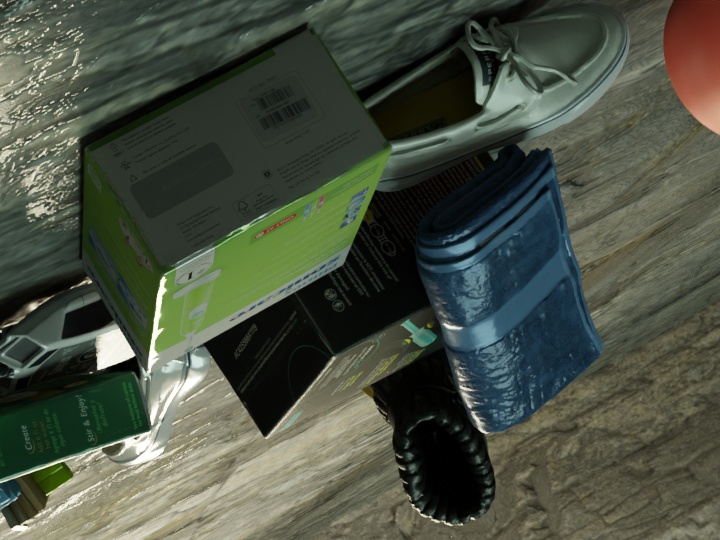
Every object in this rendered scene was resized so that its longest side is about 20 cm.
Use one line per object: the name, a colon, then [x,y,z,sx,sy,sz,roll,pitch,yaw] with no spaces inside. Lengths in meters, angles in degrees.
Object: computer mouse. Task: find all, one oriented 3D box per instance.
computer mouse: [-0.204,0.043,1.147,0.200,0.044,0.110,-15,158,-44]

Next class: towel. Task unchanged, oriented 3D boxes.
towel: [0.099,0.018,1.226,0.112,0.049,0.200,-40,140,-19]

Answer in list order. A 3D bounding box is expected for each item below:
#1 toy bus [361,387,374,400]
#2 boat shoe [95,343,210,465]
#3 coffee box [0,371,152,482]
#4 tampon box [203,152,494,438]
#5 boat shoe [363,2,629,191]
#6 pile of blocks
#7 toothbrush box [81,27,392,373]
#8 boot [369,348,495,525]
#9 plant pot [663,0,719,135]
toy bus: [0.057,0.023,1.597,0.192,0.136,0.200,-50,168,6]
boat shoe: [-0.174,0.090,1.380,0.065,0.074,0.200,-14,153,-31]
coffee box: [-0.246,0.112,1.160,0.200,0.044,0.123,-17,-175,-31]
tampon box: [0.000,0.000,1.294,0.200,0.126,0.150,-26,165,-33]
boat shoe: [0.080,-0.124,1.168,0.202,0.075,0.086,-24,159,-4]
pile of blocks: [-0.243,0.132,1.305,0.062,0.082,0.200,-34,168,6]
toothbrush box: [-0.077,-0.033,1.057,0.145,0.086,0.200,-30,167,-16]
boot: [0.028,0.082,1.407,0.079,0.211,0.158,-42,-165,21]
plant pot: [0.308,-0.176,1.282,0.200,0.201,0.177,-29,178,-16]
